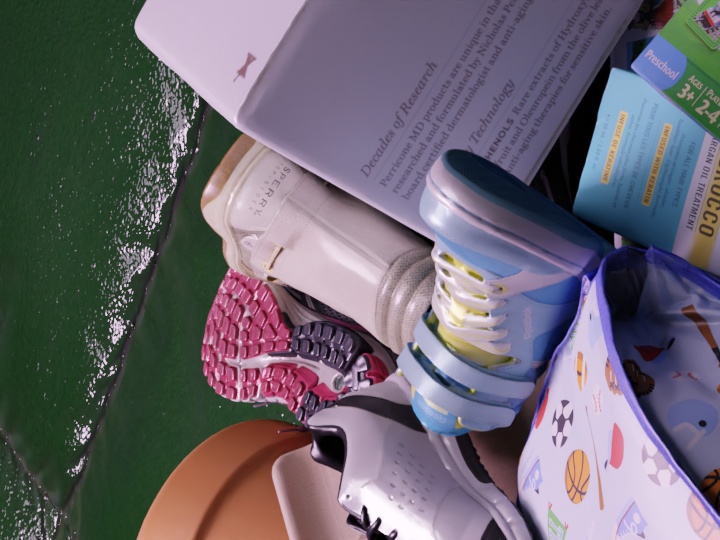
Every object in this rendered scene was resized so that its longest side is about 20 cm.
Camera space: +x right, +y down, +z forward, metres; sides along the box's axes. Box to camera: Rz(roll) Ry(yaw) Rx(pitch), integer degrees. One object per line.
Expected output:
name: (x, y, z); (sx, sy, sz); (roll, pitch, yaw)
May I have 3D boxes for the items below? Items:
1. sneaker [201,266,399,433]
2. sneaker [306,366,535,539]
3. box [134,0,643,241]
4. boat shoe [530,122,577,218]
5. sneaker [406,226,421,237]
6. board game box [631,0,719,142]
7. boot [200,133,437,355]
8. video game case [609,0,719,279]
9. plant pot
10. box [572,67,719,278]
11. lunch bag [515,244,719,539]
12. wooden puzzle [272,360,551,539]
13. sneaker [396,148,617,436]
sneaker: (-0.028, 0.055, 1.585); (0.200, 0.075, 0.081); (31, 106, 50)
sneaker: (0.036, 0.133, 1.360); (0.200, 0.080, 0.074); (-123, 20, -44)
box: (0.015, -0.150, 1.433); (0.200, 0.171, 0.199); (-59, 28, 7)
boat shoe: (0.092, -0.029, 1.504); (0.067, 0.057, 0.201); (-35, 57, 51)
sneaker: (0.014, -0.011, 1.624); (0.200, 0.078, 0.070); (52, 131, 19)
board game box: (0.238, -0.132, 1.237); (0.200, 0.037, 0.151); (-49, 41, 6)
boot: (0.000, 0.000, 1.488); (0.154, 0.200, 0.072); (32, 85, 15)
video game case: (0.200, -0.073, 1.351); (0.182, 0.022, 0.201); (-10, 78, 48)
plant pot: (-0.019, 0.197, 1.547); (0.140, 0.200, 0.201); (10, 94, 41)
box: (0.195, -0.035, 1.297); (0.200, 0.049, 0.083); (26, 105, 48)
lunch bag: (0.160, 0.107, 1.274); (0.200, 0.124, 0.170); (52, 146, 29)
wooden puzzle: (0.062, 0.136, 1.423); (0.200, 0.037, 0.185); (-27, 54, 13)
sneaker: (0.057, 0.020, 1.300); (0.080, 0.200, 0.131); (40, 96, 27)
